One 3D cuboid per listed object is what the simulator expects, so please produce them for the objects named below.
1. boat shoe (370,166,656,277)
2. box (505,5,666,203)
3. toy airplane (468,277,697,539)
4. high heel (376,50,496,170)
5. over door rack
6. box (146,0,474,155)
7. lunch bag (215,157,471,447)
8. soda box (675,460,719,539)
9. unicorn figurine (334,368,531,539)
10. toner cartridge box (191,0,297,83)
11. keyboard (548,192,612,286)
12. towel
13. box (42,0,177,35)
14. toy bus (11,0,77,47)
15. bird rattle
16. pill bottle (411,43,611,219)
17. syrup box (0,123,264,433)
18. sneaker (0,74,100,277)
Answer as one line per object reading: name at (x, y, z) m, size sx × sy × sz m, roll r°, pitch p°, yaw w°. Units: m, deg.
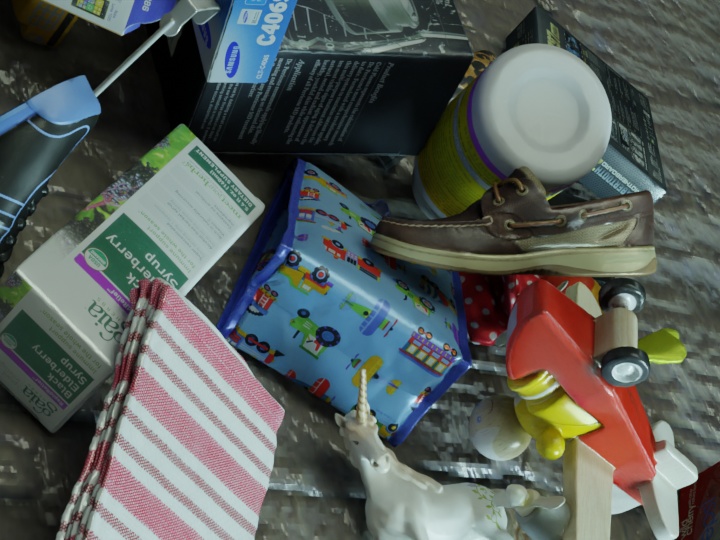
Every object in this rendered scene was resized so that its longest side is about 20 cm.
boat shoe at (0.105, -0.034, 0.968) m, size 0.198 × 0.072 × 0.073 m, roll 2°, pitch 94°, yaw -8°
box at (0.210, -0.151, 1.354) m, size 0.157 × 0.051 × 0.200 m, roll 37°, pitch 28°, yaw -17°
toy airplane at (0.145, 0.105, 0.976) m, size 0.200 × 0.140 × 0.201 m, roll -3°, pitch 81°, yaw -71°
high heel at (0.037, -0.187, 1.217) m, size 0.143 × 0.071 × 0.200 m, roll 53°, pitch 46°, yaw -4°
over door rack at (-0.208, -0.151, 0.850) m, size 0.148 × 0.200 × 0.067 m, roll 51°, pitch 4°, yaw 2°
box at (-0.048, -0.197, 1.062) m, size 0.195 × 0.124 × 0.201 m, roll -1°, pitch 57°, yaw -26°
lunch bag at (0.000, 0.000, 1.019) m, size 0.150 × 0.094 × 0.200 m, roll 33°, pitch 31°, yaw -12°
soda box at (0.283, 0.237, 1.100) m, size 0.063 × 0.070 × 0.201 m, roll 38°, pitch 39°, yaw -13°
unicorn figurine at (0.046, 0.165, 0.938) m, size 0.200 × 0.074 × 0.138 m, roll 28°, pitch 39°, yaw -50°
toner cartridge box at (-0.089, -0.229, 0.927) m, size 0.043 × 0.095 × 0.201 m, roll -3°, pitch 57°, yaw -21°
keyboard at (0.144, -0.046, 1.250) m, size 0.199 × 0.039 × 0.105 m, roll 15°, pitch 72°, yaw -38°
towel at (-0.103, 0.122, 0.782) m, size 0.147 × 0.030 × 0.201 m, roll 53°, pitch 40°, yaw -44°
box at (-0.196, -0.236, 0.910) m, size 0.199 × 0.120 × 0.042 m, roll 24°, pitch 21°, yaw -1°
toy bus at (-0.234, -0.256, 1.016) m, size 0.078 × 0.065 × 0.201 m, roll 17°, pitch 47°, yaw -34°
bird rattle at (0.153, 0.040, 1.153) m, size 0.199 × 0.113 × 0.163 m, roll 33°, pitch 27°, yaw 0°
pill bottle at (0.103, -0.090, 1.082) m, size 0.103 × 0.200 × 0.105 m, roll 4°, pitch 77°, yaw -16°
syrup box at (-0.146, 0.000, 0.869) m, size 0.079 × 0.081 × 0.200 m, roll 45°, pitch 36°, yaw -6°
sneaker at (-0.212, -0.023, 0.778) m, size 0.200 × 0.070 × 0.078 m, roll -39°, pitch 101°, yaw -12°
